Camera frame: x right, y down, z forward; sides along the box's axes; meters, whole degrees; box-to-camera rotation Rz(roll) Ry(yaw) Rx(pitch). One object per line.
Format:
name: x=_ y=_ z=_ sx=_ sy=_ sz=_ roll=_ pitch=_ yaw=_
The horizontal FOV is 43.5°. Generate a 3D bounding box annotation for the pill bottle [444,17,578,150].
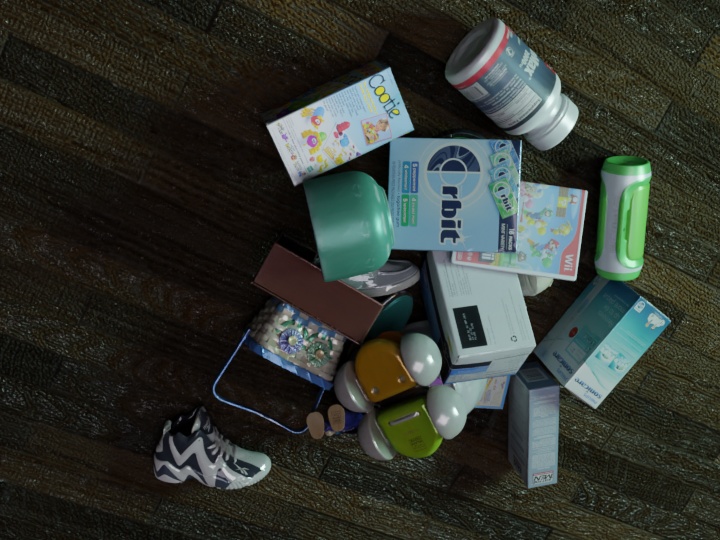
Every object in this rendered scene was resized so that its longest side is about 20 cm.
pill bottle: x=0.239 y=-0.282 z=1.399 sx=0.200 sy=0.120 sz=0.120 roll=36 pitch=99 yaw=-22

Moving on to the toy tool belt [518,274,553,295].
toy tool belt: x=0.289 y=-0.064 z=1.503 sx=0.122 sy=0.125 sz=0.201 roll=-21 pitch=101 yaw=-26

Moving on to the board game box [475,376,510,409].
board game box: x=0.206 y=0.146 z=1.596 sx=0.133 sy=0.034 sz=0.201 roll=6 pitch=109 yaw=-15

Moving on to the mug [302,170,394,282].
mug: x=-0.017 y=-0.079 z=1.336 sx=0.114 sy=0.186 sz=0.153 roll=-12 pitch=133 yaw=-2

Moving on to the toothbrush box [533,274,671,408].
toothbrush box: x=0.415 y=0.116 z=1.571 sx=0.085 sy=0.147 sz=0.200 roll=34 pitch=101 yaw=-21

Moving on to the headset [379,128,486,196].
headset: x=0.120 y=-0.146 z=1.436 sx=0.199 sy=0.094 sz=0.124 roll=-18 pitch=113 yaw=12

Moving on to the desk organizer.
desk organizer: x=-0.062 y=0.028 z=1.415 sx=0.199 sy=0.072 sz=0.077 roll=30 pitch=107 yaw=-4

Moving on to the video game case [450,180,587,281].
video game case: x=0.247 y=-0.068 z=1.411 sx=0.199 sy=0.017 sz=0.144 roll=8 pitch=89 yaw=-2

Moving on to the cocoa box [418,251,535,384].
cocoa box: x=0.182 y=0.064 z=1.456 sx=0.132 sy=0.201 sz=0.131 roll=-7 pitch=154 yaw=-9

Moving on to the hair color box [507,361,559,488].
hair color box: x=0.311 y=0.278 z=1.633 sx=0.060 sy=0.099 sz=0.201 roll=-7 pitch=111 yaw=-11

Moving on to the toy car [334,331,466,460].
toy car: x=0.070 y=0.189 z=1.414 sx=0.174 sy=0.150 sz=0.201 roll=-25 pitch=93 yaw=23

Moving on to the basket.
basket: x=-0.126 y=0.147 z=1.465 sx=0.176 sy=0.139 sz=0.201 roll=26 pitch=96 yaw=-20

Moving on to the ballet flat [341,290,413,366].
ballet flat: x=0.019 y=0.111 z=1.523 sx=0.072 sy=0.072 sz=0.201 roll=22 pitch=103 yaw=-19

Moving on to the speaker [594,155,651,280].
speaker: x=0.445 y=-0.088 z=1.535 sx=0.088 sy=0.089 sz=0.201 roll=-5 pitch=111 yaw=-11

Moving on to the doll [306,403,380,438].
doll: x=-0.008 y=0.249 z=1.517 sx=0.136 sy=0.200 sz=0.049 roll=-22 pitch=76 yaw=20

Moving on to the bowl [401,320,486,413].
bowl: x=0.118 y=0.194 z=1.535 sx=0.200 sy=0.090 sz=0.203 roll=1 pitch=108 yaw=4

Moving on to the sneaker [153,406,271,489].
sneaker: x=-0.246 y=0.291 z=1.523 sx=0.198 sy=0.080 sz=0.130 roll=7 pitch=117 yaw=-4

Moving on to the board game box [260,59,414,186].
board game box: x=-0.037 y=-0.226 z=1.367 sx=0.199 sy=0.103 sz=0.105 roll=-25 pitch=112 yaw=-2

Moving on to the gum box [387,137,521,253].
gum box: x=0.141 y=-0.114 z=1.375 sx=0.198 sy=0.045 sz=0.171 roll=3 pitch=92 yaw=7

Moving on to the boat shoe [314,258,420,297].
boat shoe: x=-0.001 y=0.000 z=1.476 sx=0.199 sy=0.070 sz=0.072 roll=-7 pitch=117 yaw=-6
